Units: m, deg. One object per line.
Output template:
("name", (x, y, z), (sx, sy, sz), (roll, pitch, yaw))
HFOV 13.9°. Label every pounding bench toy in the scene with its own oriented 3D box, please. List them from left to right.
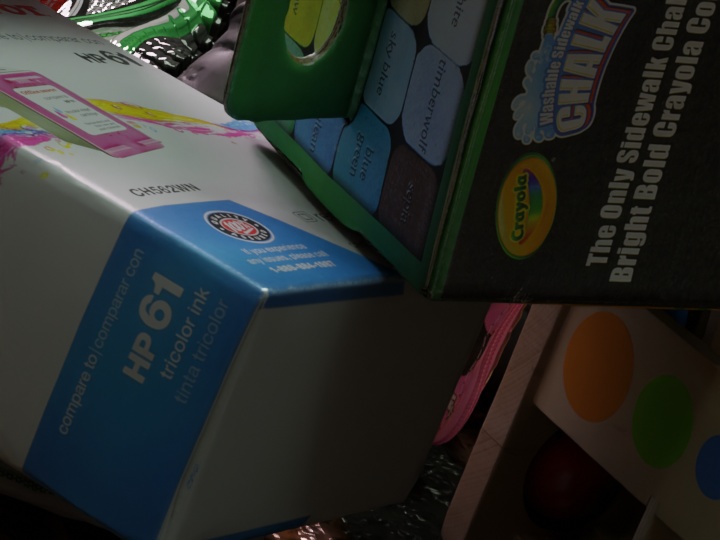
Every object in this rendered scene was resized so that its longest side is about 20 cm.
("pounding bench toy", (0.153, 0.070, 0.922), (0.200, 0.124, 0.156), (9, 21, -35))

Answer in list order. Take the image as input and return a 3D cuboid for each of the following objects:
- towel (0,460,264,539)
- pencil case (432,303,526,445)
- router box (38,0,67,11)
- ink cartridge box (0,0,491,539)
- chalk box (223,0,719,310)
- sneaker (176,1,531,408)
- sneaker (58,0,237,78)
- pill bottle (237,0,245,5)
("towel", (-0.104, 0.026, 0.921), (0.149, 0.031, 0.200), (21, 15, -12))
("pencil case", (0.039, -0.036, 0.965), (0.083, 0.200, 0.087), (29, 8, -36))
("router box", (-0.155, -0.101, 0.906), (0.179, 0.200, 0.049), (-16, 72, -47))
("ink cartridge box", (-0.083, -0.008, 0.847), (0.200, 0.085, 0.144), (28, 16, 24))
("chalk box", (0.051, -0.070, 0.825), (0.200, 0.125, 0.124), (4, 24, -29))
("sneaker", (0.000, 0.000, 1.045), (0.200, 0.091, 0.076), (45, -17, 12))
("sneaker", (-0.101, -0.091, 1.174), (0.085, 0.078, 0.200), (22, 18, 4))
("pill bottle", (-0.032, -0.158, 1.392), (0.114, 0.114, 0.200), (26, 18, 12))
